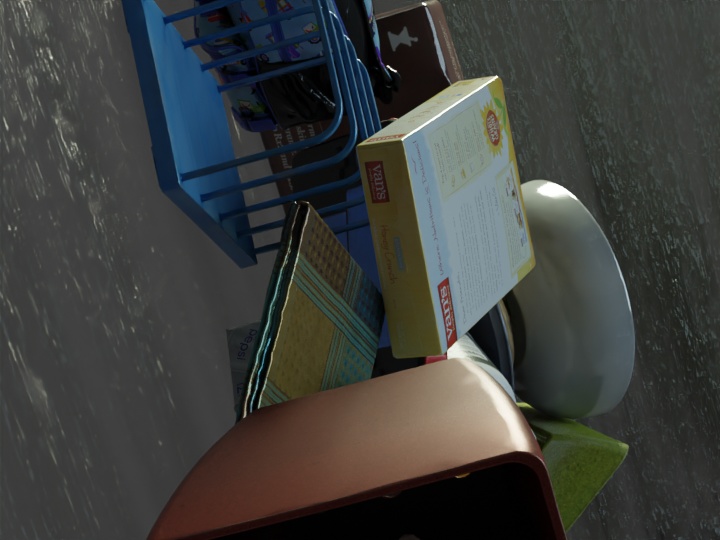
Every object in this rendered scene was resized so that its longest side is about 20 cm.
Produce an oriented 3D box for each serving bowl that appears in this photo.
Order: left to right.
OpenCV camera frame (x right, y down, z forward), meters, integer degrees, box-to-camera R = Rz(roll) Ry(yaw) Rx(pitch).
[{"bbox_3d":[0.140,0.031,1.644,0.200,0.066,0.200,47,-34,47],"label":"serving bowl"}]

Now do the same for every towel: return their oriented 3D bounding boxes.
[{"bbox_3d":[-0.035,0.078,1.205,0.147,0.022,0.200,53,45,-56],"label":"towel"}]

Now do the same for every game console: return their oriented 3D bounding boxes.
[{"bbox_3d":[0.000,0.000,1.452,0.177,0.031,0.200,-11,-101,55],"label":"game console"}]

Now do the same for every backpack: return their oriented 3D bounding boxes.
[{"bbox_3d":[-0.062,-0.224,1.502,0.200,0.134,0.183,65,13,-56],"label":"backpack"}]

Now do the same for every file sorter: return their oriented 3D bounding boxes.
[{"bbox_3d":[-0.061,-0.105,1.323,0.200,0.122,0.139,50,25,-72],"label":"file sorter"}]

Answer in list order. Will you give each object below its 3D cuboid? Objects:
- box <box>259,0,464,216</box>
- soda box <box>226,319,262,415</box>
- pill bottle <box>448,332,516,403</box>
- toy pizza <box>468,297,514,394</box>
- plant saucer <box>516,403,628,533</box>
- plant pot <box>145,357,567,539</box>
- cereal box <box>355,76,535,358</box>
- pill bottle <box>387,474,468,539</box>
[{"bbox_3d":[0.009,-0.131,1.731,0.200,0.164,0.166,-56,129,-80],"label":"box"},{"bbox_3d":[-0.028,0.112,1.351,0.200,0.063,0.068,66,11,-48],"label":"soda box"},{"bbox_3d":[0.051,0.097,1.563,0.200,0.114,0.114,52,-12,49],"label":"pill bottle"},{"bbox_3d":[0.081,0.048,1.665,0.200,0.032,0.201,47,-35,49],"label":"toy pizza"},{"bbox_3d":[0.104,0.189,1.645,0.048,0.200,0.200,42,-7,-17],"label":"plant saucer"},{"bbox_3d":[0.015,0.155,1.055,0.176,0.199,0.200,-90,164,-64],"label":"plant pot"},{"bbox_3d":[0.060,-0.040,1.353,0.200,0.039,0.144,-36,118,-62],"label":"cereal box"},{"bbox_3d":[0.052,0.161,1.215,0.109,0.109,0.200,35,41,-79],"label":"pill bottle"}]
